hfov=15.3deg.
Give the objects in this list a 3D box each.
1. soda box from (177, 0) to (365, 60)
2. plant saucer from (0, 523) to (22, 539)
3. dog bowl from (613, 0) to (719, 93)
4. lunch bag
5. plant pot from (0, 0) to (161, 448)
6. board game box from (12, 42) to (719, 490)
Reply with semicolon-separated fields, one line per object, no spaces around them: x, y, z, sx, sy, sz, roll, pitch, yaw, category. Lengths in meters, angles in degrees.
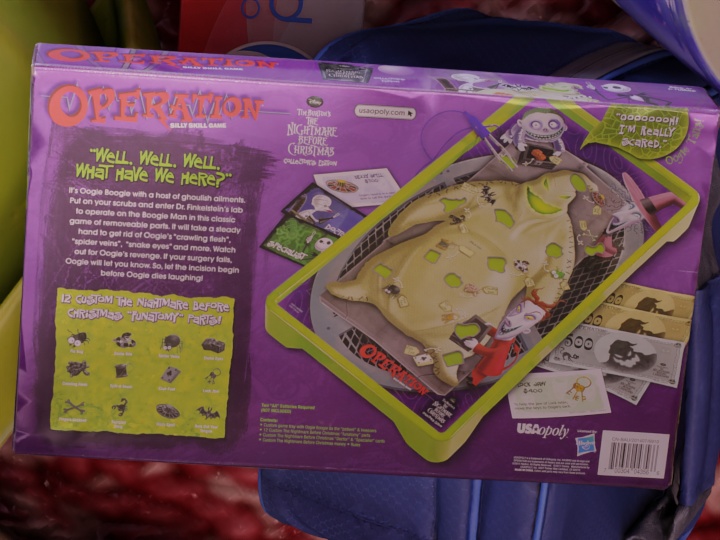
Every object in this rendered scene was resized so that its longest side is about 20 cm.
-0.030;-0.095;0.909;0.063;0.070;0.202;5;110;-3;soda box
-0.168;0.160;0.989;0.199;0.029;0.202;9;113;21;plant saucer
0.156;-0.143;0.802;0.199;0.079;0.201;-18;131;-21;dog bowl
0.057;0.022;0.892;0.132;0.136;0.202;17;114;32;lunch bag
-0.169;-0.042;0.866;0.181;0.200;0.199;34;105;-18;plant pot
0.000;0.000;0.787;0.198;0.032;0.121;4;113;-6;board game box
